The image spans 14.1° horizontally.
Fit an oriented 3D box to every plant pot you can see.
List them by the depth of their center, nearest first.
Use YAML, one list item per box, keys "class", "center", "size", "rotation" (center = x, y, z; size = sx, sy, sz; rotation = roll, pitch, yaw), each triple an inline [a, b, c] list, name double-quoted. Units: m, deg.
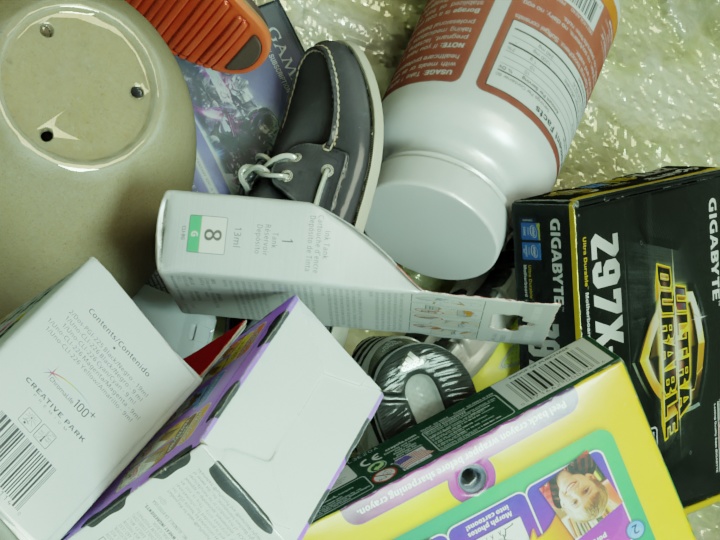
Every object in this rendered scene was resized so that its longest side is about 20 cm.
- class: "plant pot"
  center: [-0.167, -0.075, 1.504]
  size: [0.200, 0.134, 0.201]
  rotation: [7, 72, -21]

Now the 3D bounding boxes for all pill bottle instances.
- class: "pill bottle"
  center: [0.072, -0.096, 1.697]
  size: [0.112, 0.112, 0.200]
  rotation: [37, 54, -18]

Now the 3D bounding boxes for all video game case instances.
- class: "video game case"
  center: [-0.092, -0.059, 1.639]
  size: [0.200, 0.019, 0.143]
  rotation: [-25, 89, -38]

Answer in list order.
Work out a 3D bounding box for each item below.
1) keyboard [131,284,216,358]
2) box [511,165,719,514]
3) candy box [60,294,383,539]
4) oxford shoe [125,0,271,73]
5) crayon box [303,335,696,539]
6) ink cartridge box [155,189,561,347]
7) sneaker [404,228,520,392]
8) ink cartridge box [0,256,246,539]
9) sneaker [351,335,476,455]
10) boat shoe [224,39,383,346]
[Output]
- class: "keyboard"
  center: [-0.123, 0.106, 1.556]
  size: [0.056, 0.011, 0.200]
  rotation: [20, 69, -21]
- class: "box"
  center: [0.155, 0.047, 1.685]
  size: [0.160, 0.049, 0.200]
  rotation: [-12, 101, -49]
- class: "candy box"
  center: [-0.100, 0.121, 1.412]
  size: [0.072, 0.200, 0.168]
  rotation: [49, 27, -9]
- class: "oxford shoe"
  center: [-0.122, -0.192, 1.628]
  size: [0.200, 0.071, 0.073]
  rotation: [42, 40, -9]
- class: "crayon box"
  center: [0.074, 0.158, 1.536]
  size: [0.200, 0.058, 0.173]
  rotation: [-27, 110, -10]
- class: "ink cartridge box"
  center: [0.000, 0.000, 1.493]
  size: [0.200, 0.161, 0.050]
  rotation: [3, 82, 1]
- class: "sneaker"
  center: [0.102, 0.026, 1.712]
  size: [0.200, 0.078, 0.090]
  rotation: [-46, 112, -32]
- class: "ink cartridge box"
  center: [-0.172, 0.076, 1.424]
  size: [0.084, 0.200, 0.176]
  rotation: [49, 54, -9]
- class: "sneaker"
  center: [0.043, 0.125, 1.614]
  size: [0.076, 0.115, 0.201]
  rotation: [-19, 103, -12]
- class: "boat shoe"
  center: [-0.035, -0.041, 1.616]
  size: [0.063, 0.073, 0.200]
  rotation: [17, 70, -32]
